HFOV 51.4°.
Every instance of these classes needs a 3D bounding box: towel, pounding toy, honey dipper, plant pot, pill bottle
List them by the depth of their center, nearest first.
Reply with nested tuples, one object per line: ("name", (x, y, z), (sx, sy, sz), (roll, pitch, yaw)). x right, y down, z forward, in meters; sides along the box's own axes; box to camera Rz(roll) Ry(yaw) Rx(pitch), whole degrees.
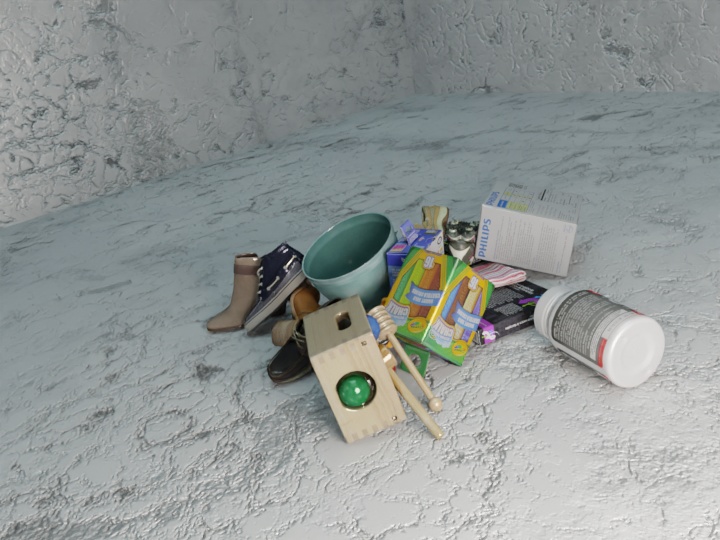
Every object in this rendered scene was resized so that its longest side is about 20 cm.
("pounding toy", (0.015, 0.161, 1.151), (0.141, 0.186, 0.200), (-23, 21, 0))
("pill bottle", (0.376, 0.097, 1.201), (0.113, 0.115, 0.200), (-17, 22, -18))
("honey dipper", (0.071, 0.144, 1.208), (0.038, 0.038, 0.201), (-19, 58, -23))
("plant pot", (0.000, 0.000, 1.487), (0.198, 0.135, 0.201), (-22, 32, 14))
("towel", (0.244, 0.010, 1.552), (0.144, 0.030, 0.200), (-12, 8, -6))

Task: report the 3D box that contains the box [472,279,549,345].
("box", (0.271, 0.075, 1.420), (0.198, 0.037, 0.143), (-19, 21, -18))

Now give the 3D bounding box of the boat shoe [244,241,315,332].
("boat shoe", (-0.189, 0.030, 1.550), (0.200, 0.093, 0.075), (-44, -2, 6))

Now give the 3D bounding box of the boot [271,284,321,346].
("boot", (-0.072, 0.095, 1.488), (0.153, 0.075, 0.201), (-1, 31, 20))

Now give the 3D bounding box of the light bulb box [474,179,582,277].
("light bulb box", (0.367, -0.097, 1.624), (0.197, 0.126, 0.198), (13, 26, 16))

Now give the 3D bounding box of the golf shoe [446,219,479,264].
("golf shoe", (0.224, -0.062, 1.640), (0.076, 0.089, 0.200), (5, 15, 18))

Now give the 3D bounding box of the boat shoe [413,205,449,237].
("boat shoe", (0.144, -0.076, 1.623), (0.075, 0.072, 0.201), (14, 34, 2))

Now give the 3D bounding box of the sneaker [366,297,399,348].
("sneaker", (-0.001, 0.122, 1.346), (0.199, 0.078, 0.078), (-35, 32, -22))

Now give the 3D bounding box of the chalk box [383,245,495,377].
("chalk box", (0.120, 0.081, 1.292), (0.124, 0.123, 0.202), (15, 77, 48))

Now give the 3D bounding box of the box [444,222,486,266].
("box", (0.204, -0.053, 1.765), (0.159, 0.045, 0.199), (-19, 23, -24))

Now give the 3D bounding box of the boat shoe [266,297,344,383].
("boat shoe", (-0.096, 0.118, 1.353), (0.200, 0.074, 0.074), (-43, 50, -17))

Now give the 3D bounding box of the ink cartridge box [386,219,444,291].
("ink cartridge box", (0.110, 0.007, 1.429), (0.075, 0.203, 0.136), (4, 23, 22))

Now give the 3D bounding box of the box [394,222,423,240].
("box", (0.075, -0.051, 1.735), (0.198, 0.049, 0.083), (-13, 32, 29))

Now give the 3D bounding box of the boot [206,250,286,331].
("boot", (-0.246, 0.038, 1.600), (0.197, 0.148, 0.070), (-15, 21, -13))

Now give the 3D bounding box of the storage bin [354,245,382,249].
("storage bin", (0.043, -0.013, 1.630), (0.197, 0.148, 0.134), (-1, 12, 23))

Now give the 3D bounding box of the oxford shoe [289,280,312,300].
("oxford shoe", (-0.179, 0.020, 1.726), (0.198, 0.071, 0.074), (8, 22, 38))
